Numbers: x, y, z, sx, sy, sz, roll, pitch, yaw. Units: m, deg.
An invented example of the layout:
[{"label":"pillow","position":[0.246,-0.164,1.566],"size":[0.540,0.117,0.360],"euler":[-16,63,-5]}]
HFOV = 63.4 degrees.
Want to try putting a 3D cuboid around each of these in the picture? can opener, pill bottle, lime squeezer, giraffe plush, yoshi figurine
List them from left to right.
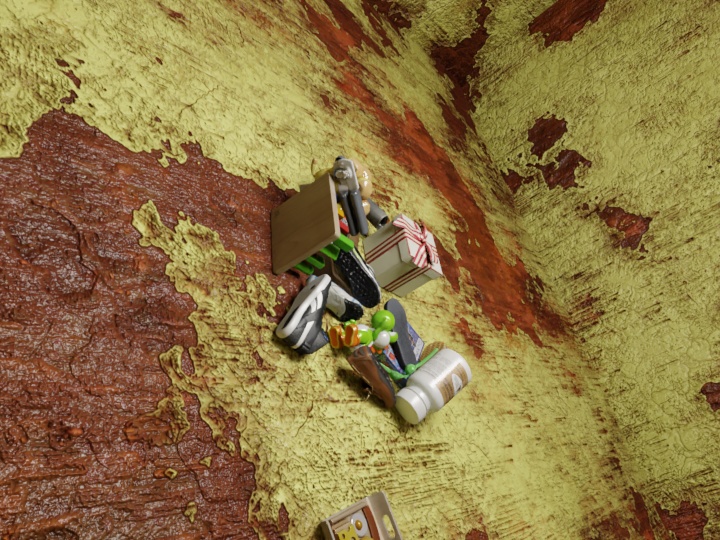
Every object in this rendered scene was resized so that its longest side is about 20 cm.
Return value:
[{"label":"giraffe plush","position":[-0.036,-0.230,1.551],"size":[0.162,0.200,0.173],"euler":[-32,131,-57]},{"label":"can opener","position":[-0.019,-0.183,1.430],"size":[0.066,0.053,0.200],"euler":[-49,130,-58]},{"label":"yoshi figurine","position":[0.019,0.145,1.472],"size":[0.200,0.112,0.112],"euler":[4,38,-47]},{"label":"lime squeezer","position":[0.112,0.249,1.526],"size":[0.200,0.038,0.071],"euler":[-5,67,-13]},{"label":"pill bottle","position":[0.185,0.303,1.516],"size":[0.200,0.114,0.114],"euler":[-34,92,-30]}]

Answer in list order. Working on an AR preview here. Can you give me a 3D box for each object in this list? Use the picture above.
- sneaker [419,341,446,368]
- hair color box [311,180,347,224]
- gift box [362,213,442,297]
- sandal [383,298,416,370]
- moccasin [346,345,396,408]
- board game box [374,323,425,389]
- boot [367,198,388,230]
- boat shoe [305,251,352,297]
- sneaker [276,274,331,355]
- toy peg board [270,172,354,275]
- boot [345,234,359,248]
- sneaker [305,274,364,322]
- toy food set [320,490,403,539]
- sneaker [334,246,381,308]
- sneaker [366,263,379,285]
[{"label":"sneaker","position":[0.212,0.298,1.666],"size":[0.090,0.075,0.200],"euler":[59,39,-39]},{"label":"hair color box","position":[-0.090,-0.177,1.636],"size":[0.061,0.101,0.200],"euler":[27,41,-41]},{"label":"gift box","position":[0.126,-0.046,1.751],"size":[0.200,0.187,0.185],"euler":[25,42,-45]},{"label":"sandal","position":[0.097,0.174,1.584],"size":[0.076,0.043,0.200],"euler":[2,70,-46]},{"label":"moccasin","position":[0.028,0.270,1.420],"size":[0.201,0.078,0.074],"euler":[58,7,-39]},{"label":"board game box","position":[0.109,0.216,1.628],"size":[0.135,0.034,0.200],"euler":[52,31,-10]},{"label":"boot","position":[-0.006,-0.217,1.755],"size":[0.200,0.073,0.182],"euler":[53,5,16]},{"label":"boat shoe","position":[-0.083,-0.006,1.525],"size":[0.200,0.073,0.063],"euler":[61,21,-16]},{"label":"sneaker","position":[-0.105,0.111,1.340],"size":[0.112,0.073,0.200],"euler":[51,50,-20]},{"label":"toy peg board","position":[-0.114,-0.097,1.428],"size":[0.098,0.200,0.199],"euler":[34,37,-42]},{"label":"boot","position":[-0.031,-0.093,1.696],"size":[0.076,0.074,0.200],"euler":[61,32,-27]},{"label":"sneaker","position":[-0.061,0.071,1.480],"size":[0.200,0.072,0.073],"euler":[37,22,-40]},{"label":"toy food set","position":[0.012,0.536,1.153],"size":[0.200,0.060,0.144],"euler":[4,59,-56]},{"label":"sneaker","position":[0.000,0.000,1.514],"size":[0.200,0.072,0.083],"euler":[62,22,-12]},{"label":"sneaker","position":[-0.017,-0.001,1.580],"size":[0.200,0.073,0.112],"euler":[36,17,-36]}]
